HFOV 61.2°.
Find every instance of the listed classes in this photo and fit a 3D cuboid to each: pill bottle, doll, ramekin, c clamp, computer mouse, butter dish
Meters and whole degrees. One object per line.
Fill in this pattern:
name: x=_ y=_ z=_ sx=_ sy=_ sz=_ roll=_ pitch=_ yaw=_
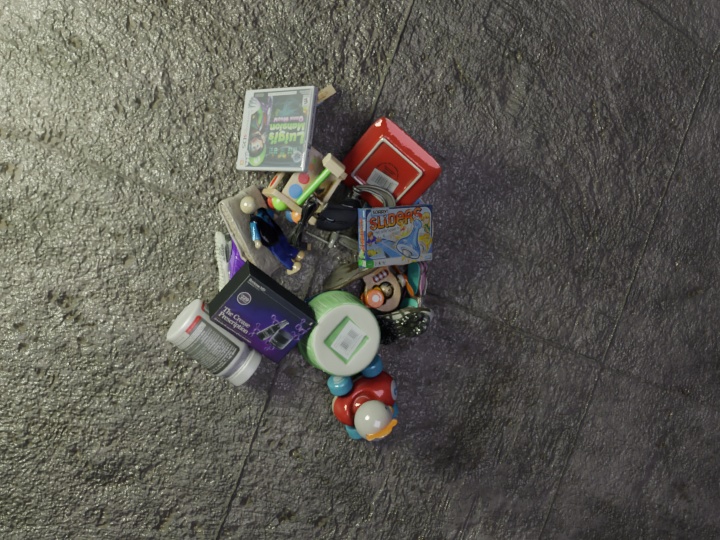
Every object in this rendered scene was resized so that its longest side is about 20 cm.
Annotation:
pill bottle: x=-0.332 y=0.170 z=1.397 sx=0.200 sy=0.114 sz=0.114 roll=43 pitch=82 yaw=-20
doll: x=-0.205 y=-0.088 z=1.385 sx=0.048 sy=0.137 sz=0.200 roll=-23 pitch=123 yaw=26
ramekin: x=-0.048 y=0.156 z=1.460 sx=0.197 sy=0.098 sz=0.203 roll=-3 pitch=98 yaw=-21
c clamp: x=-0.014 y=-0.125 z=1.466 sx=0.170 sy=0.027 sz=0.201 roll=30 pitch=111 yaw=-9
computer mouse: x=-0.073 y=-0.096 z=1.377 sx=0.199 sy=0.046 sz=0.141 roll=-6 pitch=134 yaw=-53
butter dish: x=0.074 y=-0.263 z=1.484 sx=0.199 sy=0.148 sz=0.199 roll=38 pitch=121 yaw=-13

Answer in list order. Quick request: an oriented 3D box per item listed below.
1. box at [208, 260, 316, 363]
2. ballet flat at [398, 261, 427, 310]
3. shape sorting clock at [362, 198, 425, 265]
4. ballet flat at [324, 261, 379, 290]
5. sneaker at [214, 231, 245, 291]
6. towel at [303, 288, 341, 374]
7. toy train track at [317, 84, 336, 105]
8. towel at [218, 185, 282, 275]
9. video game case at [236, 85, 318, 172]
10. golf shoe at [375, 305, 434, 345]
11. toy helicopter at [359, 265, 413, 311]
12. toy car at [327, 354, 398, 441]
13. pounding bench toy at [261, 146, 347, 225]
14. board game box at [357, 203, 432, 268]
box: x=-0.221 y=0.096 z=1.372 sx=0.199 sy=0.079 sz=0.141 roll=38 pitch=99 yaw=-28
ballet flat: x=0.146 y=0.070 z=1.600 sx=0.071 sy=0.069 sz=0.203 roll=5 pitch=96 yaw=-47
shape sorting clock: x=0.093 y=-0.114 z=1.539 sx=0.197 sy=0.039 sz=0.203 roll=4 pitch=77 yaw=-18
ballet flat: x=0.000 y=0.000 z=1.500 sx=0.199 sy=0.068 sz=0.046 roll=-31 pitch=130 yaw=13
sneaker: x=-0.279 y=0.007 z=1.419 sx=0.098 sy=0.069 sz=0.203 roll=-8 pitch=101 yaw=-23
towel: x=-0.066 y=0.152 z=1.532 sx=0.111 sy=0.048 sz=0.202 roll=-23 pitch=105 yaw=-18
toy train track: x=-0.143 y=-0.378 z=1.441 sx=0.199 sy=0.032 sz=0.115 roll=-38 pitch=102 yaw=-18
towel: x=-0.241 y=-0.088 z=1.405 sx=0.133 sy=0.034 sz=0.202 roll=-44 pitch=114 yaw=-54
video game case: x=-0.187 y=-0.311 z=1.348 sx=0.023 sy=0.198 sz=0.185 roll=7 pitch=90 yaw=-58
golf shoe: x=0.099 y=0.136 z=1.540 sx=0.094 sy=0.198 sz=0.079 roll=-28 pitch=105 yaw=-51
toy helicopter: x=0.065 y=0.003 z=1.551 sx=0.130 sy=0.079 sz=0.203 roll=-2 pitch=86 yaw=-14
toy car: x=0.038 y=0.347 z=1.500 sx=0.175 sy=0.200 sz=0.186 roll=-27 pitch=119 yaw=-15
pounding bench toy: x=-0.124 y=-0.189 z=1.381 sx=0.124 sy=0.200 sz=0.157 roll=35 pitch=84 yaw=-21
board game box: x=0.084 y=-0.084 z=1.437 sx=0.198 sy=0.034 sz=0.137 roll=-8 pitch=102 yaw=-33
